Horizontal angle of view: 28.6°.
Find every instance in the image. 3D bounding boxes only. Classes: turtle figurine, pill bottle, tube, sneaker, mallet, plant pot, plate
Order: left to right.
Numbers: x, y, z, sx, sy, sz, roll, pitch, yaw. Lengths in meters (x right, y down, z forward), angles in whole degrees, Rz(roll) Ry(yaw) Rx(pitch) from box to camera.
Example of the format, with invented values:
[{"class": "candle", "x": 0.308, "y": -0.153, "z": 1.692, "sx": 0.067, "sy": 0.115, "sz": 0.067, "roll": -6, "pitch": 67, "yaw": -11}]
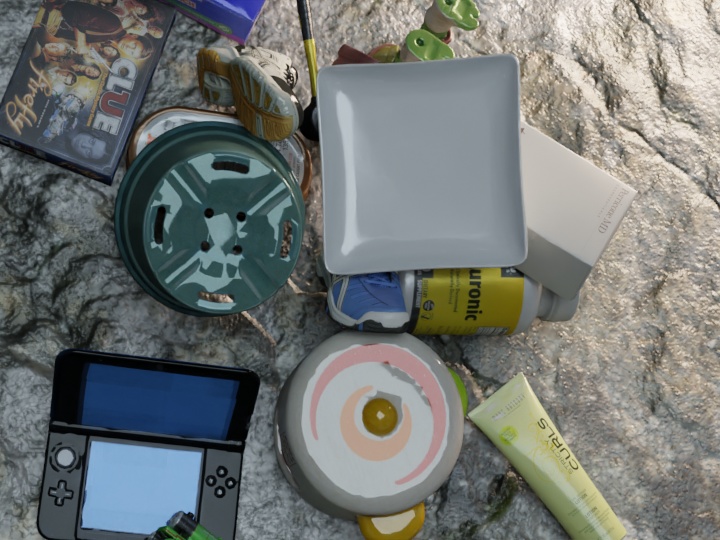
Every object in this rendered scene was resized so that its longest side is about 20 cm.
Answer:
[{"class": "plant pot", "x": -0.138, "y": -0.044, "z": 1.361, "sx": 0.197, "sy": 0.196, "sz": 0.204, "roll": -1, "pitch": 95, "yaw": -10}, {"class": "sneaker", "x": -0.095, "y": -0.194, "z": 1.445, "sx": 0.087, "sy": 0.200, "sz": 0.077, "roll": -13, "pitch": 121, "yaw": -25}, {"class": "mallet", "x": -0.051, "y": -0.236, "z": 1.488, "sx": 0.041, "sy": 0.066, "sz": 0.203, "roll": -9, "pitch": 100, "yaw": -15}, {"class": "sneaker", "x": 0.000, "y": 0.000, "z": 1.406, "sx": 0.075, "sy": 0.200, "sz": 0.078, "roll": 4, "pitch": 114, "yaw": -22}, {"class": "plate", "x": 0.059, "y": -0.100, "z": 1.359, "sx": 0.196, "sy": 0.032, "sz": 0.203, "roll": -3, "pitch": 89, "yaw": 7}, {"class": "turtle figurine", "x": 0.071, "y": -0.181, "z": 1.466, "sx": 0.142, "sy": 0.194, "sz": 0.202, "roll": -18, "pitch": 74, "yaw": -27}, {"class": "pill bottle", "x": 0.124, "y": 0.011, "z": 1.475, "sx": 0.197, "sy": 0.111, "sz": 0.113, "roll": 1, "pitch": 77, "yaw": -12}, {"class": "tube", "x": 0.200, "y": 0.210, "z": 1.480, "sx": 0.201, "sy": 0.052, "sz": 0.058, "roll": 54, "pitch": 33, "yaw": 9}]

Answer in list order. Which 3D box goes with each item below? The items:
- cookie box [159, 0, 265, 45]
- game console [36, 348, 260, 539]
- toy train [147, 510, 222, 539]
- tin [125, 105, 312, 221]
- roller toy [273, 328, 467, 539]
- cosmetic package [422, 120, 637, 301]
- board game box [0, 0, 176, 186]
[{"class": "cookie box", "x": -0.153, "y": -0.375, "z": 1.523, "sx": 0.169, "sy": 0.075, "sz": 0.202, "roll": 27, "pitch": 73, "yaw": -4}, {"class": "game console", "x": -0.206, "y": 0.179, "z": 1.363, "sx": 0.197, "sy": 0.118, "sz": 0.173, "roll": 7, "pitch": 76, "yaw": -10}, {"class": "toy train", "x": -0.121, "y": 0.307, "z": 1.377, "sx": 0.200, "sy": 0.042, "sz": 0.057, "roll": 41, "pitch": 64, "yaw": -13}, {"class": "tin", "x": -0.148, "y": -0.112, "z": 1.486, "sx": 0.197, "sy": 0.042, "sz": 0.114, "roll": 6, "pitch": 72, "yaw": -10}, {"class": "roller toy", "x": 0.006, "y": 0.155, "z": 1.402, "sx": 0.181, "sy": 0.140, "sz": 0.202, "roll": 29, "pitch": 74, "yaw": -4}, {"class": "cosmetic package", "x": 0.163, "y": -0.074, "z": 1.420, "sx": 0.198, "sy": 0.081, "sz": 0.113, "roll": 30, "pitch": 61, "yaw": 8}, {"class": "board game box", "x": -0.288, "y": -0.207, "z": 1.477, "sx": 0.134, "sy": 0.035, "sz": 0.203, "roll": 20, "pitch": 74, "yaw": -7}]
